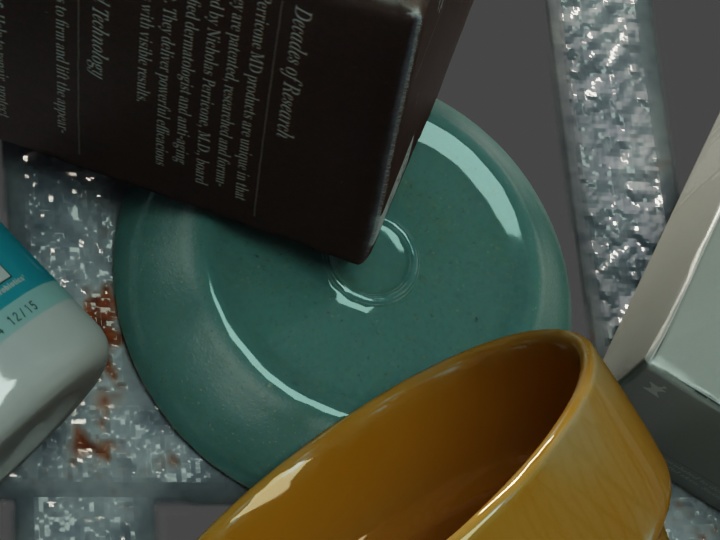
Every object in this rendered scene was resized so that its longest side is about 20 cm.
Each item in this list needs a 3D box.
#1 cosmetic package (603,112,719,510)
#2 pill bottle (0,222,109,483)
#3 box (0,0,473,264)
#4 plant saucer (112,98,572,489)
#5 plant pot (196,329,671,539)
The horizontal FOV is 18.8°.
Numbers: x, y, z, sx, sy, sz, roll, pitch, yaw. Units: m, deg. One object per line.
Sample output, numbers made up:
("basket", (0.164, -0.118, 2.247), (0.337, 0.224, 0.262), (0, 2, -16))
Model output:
("cosmetic package", (0.184, 0.001, 0.920), (0.107, 0.090, 0.200), (33, 65, -3))
("pill bottle", (-0.194, -0.005, 0.782), (0.200, 0.111, 0.111), (46, 62, 3))
("box", (-0.056, -0.137, 0.826), (0.199, 0.164, 0.166), (18, 58, 4))
("plant saucer", (0.000, 0.000, 0.886), (0.199, 0.036, 0.201), (7, 67, -16))
("plant pot", (0.047, 0.152, 0.761), (0.200, 0.200, 0.183), (-42, 103, -28))
